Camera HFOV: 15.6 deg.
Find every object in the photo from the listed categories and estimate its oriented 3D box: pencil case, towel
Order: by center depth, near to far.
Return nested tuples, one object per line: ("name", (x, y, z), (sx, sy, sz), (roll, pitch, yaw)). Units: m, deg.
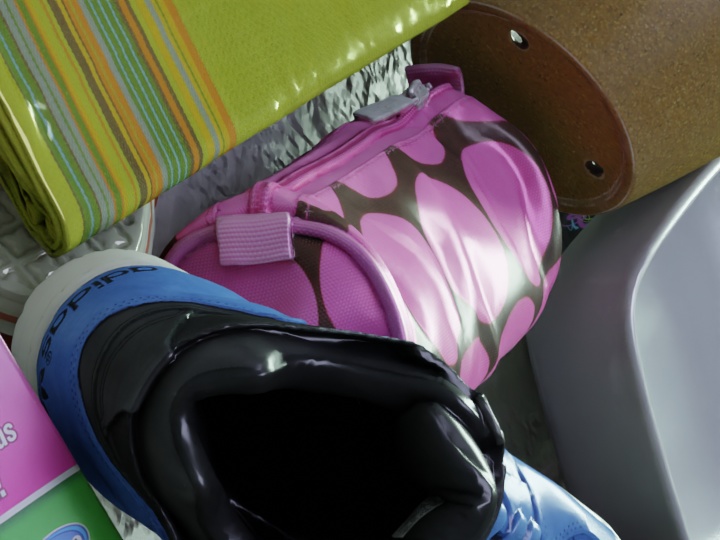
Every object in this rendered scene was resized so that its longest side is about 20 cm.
("towel", (-0.042, -0.078, 0.709), (0.200, 0.018, 0.087), (-35, 103, -49))
("pencil case", (0.000, 0.000, 0.778), (0.200, 0.090, 0.094), (-44, 139, -70))

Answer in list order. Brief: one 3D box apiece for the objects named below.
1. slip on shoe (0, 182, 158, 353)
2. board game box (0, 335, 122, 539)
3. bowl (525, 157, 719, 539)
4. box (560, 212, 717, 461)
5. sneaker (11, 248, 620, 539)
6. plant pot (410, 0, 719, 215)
("slip on shoe", (-0.080, -0.041, 0.733), (0.201, 0.073, 0.061), (-85, -171, -46))
("board game box", (-0.155, 0.026, 0.539), (0.153, 0.040, 0.201), (-42, 115, -31))
("bowl", (0.137, 0.046, 0.971), (0.200, 0.074, 0.201), (-38, 116, -45))
("box", (0.138, 0.023, 1.079), (0.200, 0.036, 0.144), (43, 43, -39))
("sneaker", (0.013, 0.068, 0.631), (0.200, 0.111, 0.077), (37, 85, -25))
("plant pot", (0.112, -0.119, 0.904), (0.200, 0.186, 0.187), (-48, 121, -27))
